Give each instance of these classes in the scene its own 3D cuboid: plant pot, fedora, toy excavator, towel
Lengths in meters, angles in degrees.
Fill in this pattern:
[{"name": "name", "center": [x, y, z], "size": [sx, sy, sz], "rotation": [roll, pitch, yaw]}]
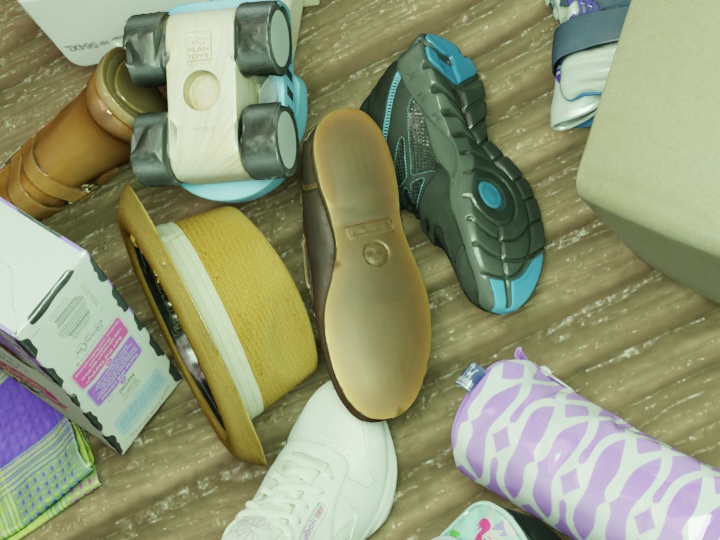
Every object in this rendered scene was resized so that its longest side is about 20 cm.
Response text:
[{"name": "plant pot", "center": [0.234, -0.070, 0.982], "size": [0.177, 0.200, 0.200], "rotation": [13, 79, 29]}, {"name": "fedora", "center": [-0.085, 0.025, 1.146], "size": [0.082, 0.201, 0.201], "rotation": [-26, 60, -11]}, {"name": "toy excavator", "center": [-0.075, -0.138, 1.186], "size": [0.099, 0.200, 0.195], "rotation": [-4, 85, 15]}, {"name": "towel", "center": [-0.275, 0.104, 1.290], "size": [0.143, 0.023, 0.200], "rotation": [-34, 61, 12]}]

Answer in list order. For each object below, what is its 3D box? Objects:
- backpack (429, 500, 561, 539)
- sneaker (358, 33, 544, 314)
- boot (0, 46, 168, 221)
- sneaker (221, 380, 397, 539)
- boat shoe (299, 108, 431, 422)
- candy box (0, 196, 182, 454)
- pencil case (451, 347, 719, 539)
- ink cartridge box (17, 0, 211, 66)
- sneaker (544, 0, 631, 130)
[{"name": "backpack", "center": [0.055, 0.252, 1.004], "size": [0.200, 0.150, 0.178], "rotation": [-44, 62, 13]}, {"name": "sneaker", "center": [0.058, -0.053, 1.158], "size": [0.082, 0.073, 0.201], "rotation": [-38, 56, 36]}, {"name": "boot", "center": [-0.202, -0.084, 1.228], "size": [0.155, 0.200, 0.077], "rotation": [-36, 102, 4]}, {"name": "sneaker", "center": [-0.037, 0.158, 1.105], "size": [0.075, 0.100, 0.201], "rotation": [11, 77, 30]}, {"name": "boat shoe", "center": [0.000, 0.000, 1.135], "size": [0.070, 0.070, 0.201], "rotation": [-1, 76, -15]}, {"name": "candy box", "center": [-0.227, 0.020, 1.176], "size": [0.167, 0.200, 0.072], "rotation": [30, 74, 25]}, {"name": "pencil case", "center": [0.147, 0.121, 1.039], "size": [0.200, 0.084, 0.086], "rotation": [30, 64, 30]}, {"name": "ink cartridge box", "center": [-0.150, -0.260, 1.297], "size": [0.145, 0.084, 0.201], "rotation": [-6, 59, 24]}, {"name": "sneaker", "center": [0.133, -0.167, 1.140], "size": [0.200, 0.081, 0.147], "rotation": [24, 81, 26]}]
